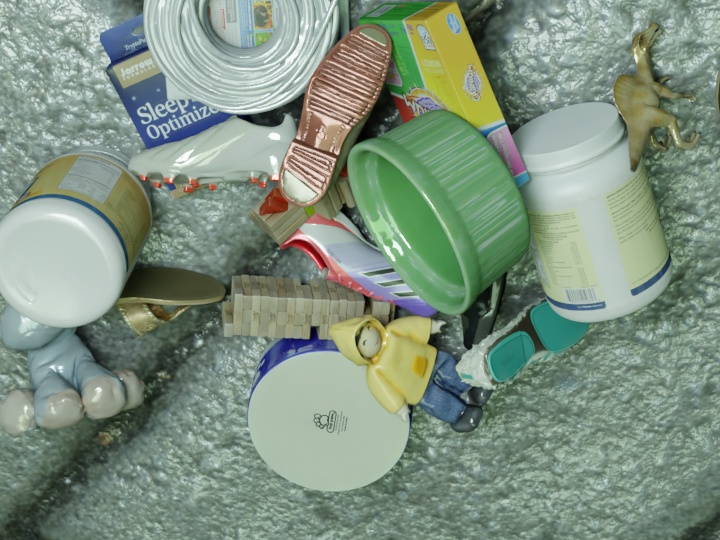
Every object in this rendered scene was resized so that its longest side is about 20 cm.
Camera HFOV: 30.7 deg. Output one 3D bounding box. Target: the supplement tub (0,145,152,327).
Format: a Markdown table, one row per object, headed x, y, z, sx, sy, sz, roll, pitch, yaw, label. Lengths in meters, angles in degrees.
| x | y | z | sx | sy | sz | roll | pitch | yaw | label |
| --- | --- | --- | --- | --- | --- | --- | --- | --- | --- |
| -0.308 | -0.043 | 1.428 | 0.143 | 0.200 | 0.146 | 2 | 116 | 3 | supplement tub |

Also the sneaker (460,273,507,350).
| x | y | z | sx | sy | sz | roll | pitch | yaw | label |
| --- | --- | --- | --- | --- | --- | --- | --- | --- | --- |
| 0.111 | -0.001 | 1.490 | 0.113 | 0.076 | 0.201 | 8 | 122 | 13 | sneaker |

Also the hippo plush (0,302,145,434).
| x | y | z | sx | sy | sz | roll | pitch | yaw | label |
| --- | --- | --- | --- | --- | --- | --- | --- | --- | --- |
| -0.341 | 0.092 | 1.537 | 0.158 | 0.200 | 0.163 | -10 | 92 | 8 | hippo plush |

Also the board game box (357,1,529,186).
| x | y | z | sx | sy | sz | roll | pitch | yaw | label |
| --- | --- | --- | --- | --- | --- | --- | --- | --- | --- |
| 0.085 | -0.179 | 1.361 | 0.040 | 0.153 | 0.201 | -33 | 112 | -17 | board game box |

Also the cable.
| x | y | z | sx | sy | sz | roll | pitch | yaw | label |
| --- | --- | --- | --- | --- | --- | --- | --- | --- | --- |
| -0.120 | -0.263 | 1.339 | 0.198 | 0.069 | 0.202 | 13 | 110 | -10 | cable |

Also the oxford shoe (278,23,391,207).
| x | y | z | sx | sy | sz | roll | pitch | yaw | label |
| --- | --- | --- | --- | --- | --- | --- | --- | --- | --- |
| -0.026 | -0.161 | 1.363 | 0.070 | 0.074 | 0.201 | 30 | 96 | 5 | oxford shoe |

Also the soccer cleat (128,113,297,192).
| x | y | z | sx | sy | sz | roll | pitch | yaw | label |
| --- | --- | --- | --- | --- | --- | --- | --- | --- | --- |
| -0.157 | -0.129 | 1.423 | 0.198 | 0.069 | 0.078 | -1 | 81 | 16 | soccer cleat |

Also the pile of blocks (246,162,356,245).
| x | y | z | sx | sy | sz | roll | pitch | yaw | label |
| --- | --- | --- | --- | --- | --- | --- | --- | --- | --- |
| -0.036 | -0.105 | 1.436 | 0.198 | 0.083 | 0.062 | -23 | 144 | 0 | pile of blocks |

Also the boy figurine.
| x | y | z | sx | sy | sz | roll | pitch | yaw | label |
| --- | --- | --- | --- | --- | --- | --- | --- | --- | --- |
| 0.056 | 0.103 | 1.488 | 0.199 | 0.064 | 0.125 | 34 | 75 | -20 | boy figurine |

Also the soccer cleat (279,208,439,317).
| x | y | z | sx | sy | sz | roll | pitch | yaw | label |
| --- | --- | --- | --- | --- | --- | --- | --- | --- | --- |
| 0.000 | 0.000 | 1.476 | 0.199 | 0.073 | 0.068 | 38 | 158 | -2 | soccer cleat |

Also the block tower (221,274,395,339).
| x | y | z | sx | sy | sz | roll | pitch | yaw | label |
| --- | --- | --- | --- | --- | --- | --- | --- | --- | --- |
| -0.059 | 0.044 | 1.513 | 0.198 | 0.054 | 0.058 | 1 | 116 | -9 | block tower |

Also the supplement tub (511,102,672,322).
| x | y | z | sx | sy | sz | roll | pitch | yaw | label |
| --- | --- | --- | --- | --- | --- | --- | --- | --- | --- |
| 0.244 | -0.063 | 1.407 | 0.144 | 0.145 | 0.201 | -16 | 114 | 12 | supplement tub |

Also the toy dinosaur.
| x | y | z | sx | sy | sz | roll | pitch | yaw | label |
| --- | --- | --- | --- | --- | --- | --- | --- | --- | --- |
| 0.298 | -0.157 | 1.363 | 0.101 | 0.202 | 0.058 | 28 | 147 | -25 | toy dinosaur |

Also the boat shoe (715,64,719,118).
| x | y | z | sx | sy | sz | roll | pitch | yaw | label |
| --- | --- | --- | --- | --- | --- | --- | --- | --- | --- |
| 0.420 | -0.140 | 1.397 | 0.071 | 0.072 | 0.202 | -4 | 116 | 6 | boat shoe |

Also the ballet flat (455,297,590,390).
| x | y | z | sx | sy | sz | roll | pitch | yaw | label |
| --- | --- | --- | --- | --- | --- | --- | --- | --- | --- |
| 0.179 | 0.080 | 1.488 | 0.071 | 0.199 | 0.072 | 20 | 120 | 40 | ballet flat |

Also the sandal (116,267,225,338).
| x | y | z | sx | sy | sz | roll | pitch | yaw | label |
| --- | --- | --- | --- | --- | --- | --- | --- | --- | --- |
| -0.265 | 0.043 | 1.519 | 0.210 | 0.078 | 0.070 | 2 | 119 | -19 | sandal |

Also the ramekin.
| x | y | z | sx | sy | sz | roll | pitch | yaw | label |
| --- | --- | --- | --- | --- | --- | --- | --- | --- | --- |
| 0.083 | -0.065 | 1.334 | 0.097 | 0.200 | 0.201 | -33 | 113 | -17 | ramekin |

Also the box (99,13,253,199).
| x | y | z | sx | sy | sz | roll | pitch | yaw | label |
| --- | --- | --- | --- | --- | --- | --- | --- | --- | --- |
| -0.197 | -0.188 | 1.444 | 0.120 | 0.032 | 0.201 | -20 | 112 | 14 | box |

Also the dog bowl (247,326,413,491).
| x | y | z | sx | sy | sz | roll | pitch | yaw | label |
| --- | --- | --- | --- | --- | --- | --- | --- | --- | --- |
| -0.035 | 0.163 | 1.576 | 0.198 | 0.079 | 0.202 | 2 | 116 | 3 | dog bowl |

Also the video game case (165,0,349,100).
| x | y | z | sx | sy | sz | roll | pitch | yaw | label |
| --- | --- | --- | --- | --- | --- | --- | --- | --- | --- |
| -0.111 | -0.257 | 1.389 | 0.198 | 0.018 | 0.145 | -3 | 111 | -4 | video game case |
